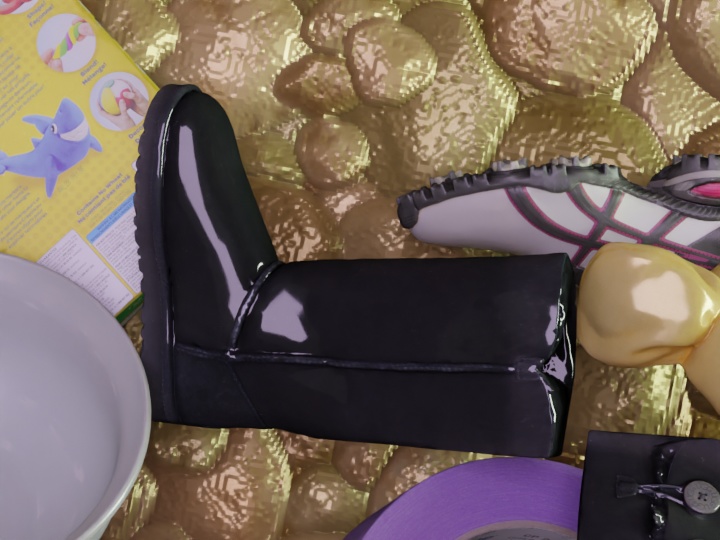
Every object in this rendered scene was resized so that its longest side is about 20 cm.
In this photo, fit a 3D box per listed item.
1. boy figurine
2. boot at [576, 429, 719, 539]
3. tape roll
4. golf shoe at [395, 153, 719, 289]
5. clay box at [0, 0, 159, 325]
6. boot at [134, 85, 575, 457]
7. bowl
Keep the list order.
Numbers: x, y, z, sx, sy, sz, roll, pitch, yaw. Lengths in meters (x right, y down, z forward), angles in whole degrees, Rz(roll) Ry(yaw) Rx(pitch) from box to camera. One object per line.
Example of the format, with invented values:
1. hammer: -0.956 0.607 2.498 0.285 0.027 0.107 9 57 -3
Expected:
1. boy figurine: 0.191 0.045 1.398 0.199 0.064 0.125 19 47 -15
2. boot: 0.169 0.168 1.333 0.164 0.200 0.066 18 130 -8
3. tape roll: 0.070 0.191 1.403 0.199 0.066 0.201 6 72 -18
4. golf shoe: 0.116 -0.013 1.454 0.199 0.077 0.089 0 92 2
5. clay box: -0.159 -0.071 1.479 0.115 0.048 0.200 -42 85 -3
6. boot: 0.000 0.001 1.382 0.199 0.066 0.166 5 105 21
7. bowl: -0.194 0.092 1.388 0.200 0.091 0.202 1 49 -1
